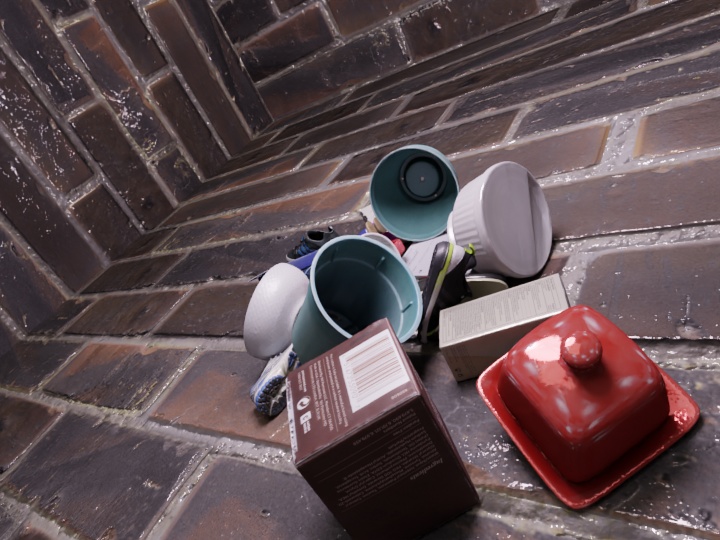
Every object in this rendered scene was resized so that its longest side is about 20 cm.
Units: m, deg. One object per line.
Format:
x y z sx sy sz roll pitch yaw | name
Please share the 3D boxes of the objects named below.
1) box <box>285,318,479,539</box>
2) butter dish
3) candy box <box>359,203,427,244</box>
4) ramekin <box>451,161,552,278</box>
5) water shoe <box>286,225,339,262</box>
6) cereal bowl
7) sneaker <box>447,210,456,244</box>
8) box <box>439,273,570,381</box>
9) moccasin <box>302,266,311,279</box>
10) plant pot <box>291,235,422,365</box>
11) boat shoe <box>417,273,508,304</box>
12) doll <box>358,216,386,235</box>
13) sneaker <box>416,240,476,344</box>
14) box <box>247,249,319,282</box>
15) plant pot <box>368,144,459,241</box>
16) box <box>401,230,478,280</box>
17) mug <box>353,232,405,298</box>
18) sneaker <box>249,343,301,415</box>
0.023 0.212 0.670 0.161 0.203 0.167 -29 26 2 | box
0.252 0.123 0.603 0.197 0.149 0.201 -33 48 -4 | butter dish
0.089 -0.135 1.331 0.134 0.062 0.201 -32 28 -1 | candy box
0.250 -0.083 0.945 0.093 0.204 0.203 -14 28 53 | ramekin
-0.135 -0.077 1.445 0.195 0.080 0.072 -12 31 33 | water shoe
-0.154 0.094 1.086 0.081 0.204 0.202 18 47 17 | cereal bowl
0.227 -0.094 1.033 0.086 0.077 0.201 1 37 26 | sneaker
0.224 0.089 0.803 0.195 0.079 0.096 -19 29 23 | box
-0.148 0.049 1.263 0.197 0.082 0.068 -24 9 43 | moccasin
-0.024 0.081 0.902 0.202 0.198 0.197 -56 2 -41 | plant pot
0.176 0.031 0.953 0.198 0.074 0.064 -13 39 39 | boat shoe
-0.027 -0.045 1.244 0.199 0.049 0.136 -42 -4 36 | doll
0.146 0.047 0.878 0.080 0.205 0.072 12 34 2 | sneaker
-0.177 -0.004 1.318 0.197 0.033 0.120 -24 1 -36 | box
0.129 -0.187 1.160 0.196 0.204 0.135 -16 20 25 | plant pot
0.175 -0.027 1.086 0.196 0.042 0.157 -2 38 42 | box
-0.001 0.012 1.103 0.173 0.138 0.198 -2 -9 -32 | mug
-0.146 0.185 1.031 0.200 0.078 0.084 -46 26 -27 | sneaker
